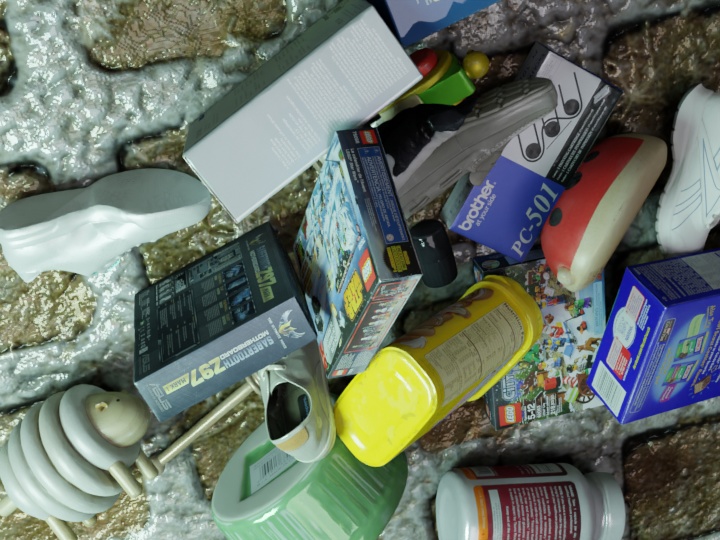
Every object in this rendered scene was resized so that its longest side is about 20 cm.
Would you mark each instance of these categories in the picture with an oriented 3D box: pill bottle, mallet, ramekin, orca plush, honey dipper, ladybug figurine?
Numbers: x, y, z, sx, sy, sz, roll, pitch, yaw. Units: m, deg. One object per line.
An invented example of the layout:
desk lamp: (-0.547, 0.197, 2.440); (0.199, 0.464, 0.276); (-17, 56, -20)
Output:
pill bottle: (0.195, 0.279, 1.248); (0.198, 0.113, 0.114); (0, 114, -13)
mallet: (0.000, 0.000, 1.117); (0.198, 0.041, 0.066); (-13, 116, -4)
ramekin: (-0.058, 0.219, 1.115); (0.200, 0.200, 0.098); (-39, 110, 6)
orca plush: (0.017, -0.107, 0.965); (0.071, 0.200, 0.106); (33, 70, -13)
honey dipper: (-0.153, 0.151, 1.147); (0.200, 0.038, 0.038); (-39, 117, 8)
ladybug figurine: (0.237, -0.064, 1.085); (0.072, 0.200, 0.136); (31, 146, 11)

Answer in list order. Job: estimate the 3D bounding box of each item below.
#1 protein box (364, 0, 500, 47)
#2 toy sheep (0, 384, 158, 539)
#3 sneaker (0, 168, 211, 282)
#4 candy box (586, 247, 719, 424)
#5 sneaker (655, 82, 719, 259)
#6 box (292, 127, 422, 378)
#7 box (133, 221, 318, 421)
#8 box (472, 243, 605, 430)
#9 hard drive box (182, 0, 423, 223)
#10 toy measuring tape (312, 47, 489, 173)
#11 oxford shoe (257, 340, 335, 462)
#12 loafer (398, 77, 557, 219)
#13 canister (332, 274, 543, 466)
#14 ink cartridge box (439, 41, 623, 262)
protein box: (0.074, -0.333, 0.924); (0.199, 0.135, 0.200); (-26, 117, -1)
toy sheep: (-0.287, 0.189, 1.079); (0.200, 0.138, 0.138); (-38, 117, 10)
sneaker: (-0.235, -0.036, 1.030); (0.198, 0.076, 0.089); (-10, 129, -3)
candy box: (0.360, 0.063, 1.168); (0.198, 0.077, 0.170); (-9, 132, -23)
sneaker: (0.358, -0.088, 1.125); (0.087, 0.074, 0.202); (16, 120, 26)
box: (-0.008, -0.009, 0.932); (0.040, 0.138, 0.200); (-8, 156, -18)
box: (-0.130, 0.041, 1.009); (0.157, 0.200, 0.051); (-29, 115, 0)
box: (0.199, 0.069, 1.195); (0.135, 0.038, 0.202); (-12, 116, -8)
hard drive box: (-0.056, -0.148, 0.961); (0.199, 0.156, 0.077); (-37, 107, 5)
toy measuring tape: (0.037, -0.159, 1.049); (0.199, 0.074, 0.074); (-27, 120, 25)
oxford shoe: (-0.073, 0.087, 1.052); (0.075, 0.201, 0.058); (-32, 146, 25)
loafer: (0.105, -0.118, 1.052); (0.199, 0.070, 0.070); (-28, 111, 23)
canister: (0.076, 0.097, 1.072); (0.087, 0.200, 0.149); (48, 130, 12)
ink cartridge box: (0.170, -0.116, 1.099); (0.093, 0.044, 0.201); (22, 107, -20)
